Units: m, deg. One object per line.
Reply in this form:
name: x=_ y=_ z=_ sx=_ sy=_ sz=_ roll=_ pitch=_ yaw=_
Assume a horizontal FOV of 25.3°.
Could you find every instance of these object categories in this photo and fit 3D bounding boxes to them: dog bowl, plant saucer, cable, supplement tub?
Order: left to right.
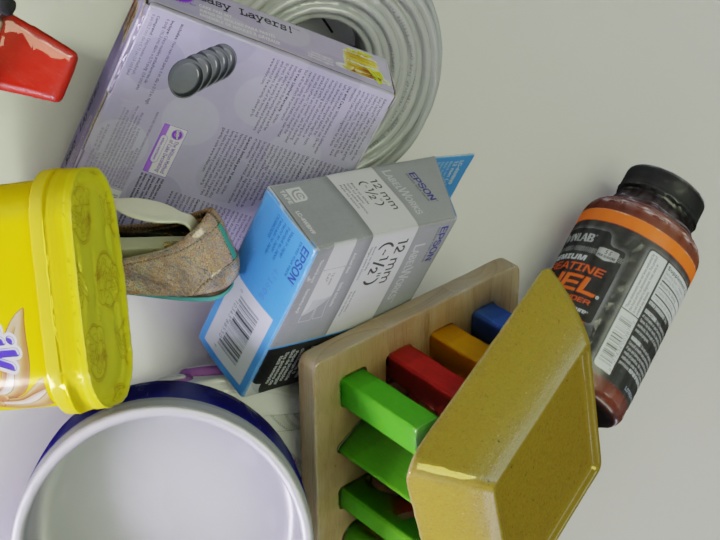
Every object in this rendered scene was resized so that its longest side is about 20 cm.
dog bowl: x=-0.131 y=0.179 z=1.078 sx=0.197 sy=0.079 sz=0.203 roll=-1 pitch=100 yaw=-4
cable: x=-0.040 y=-0.149 z=1.142 sx=0.198 sy=0.069 sz=0.202 roll=1 pitch=119 yaw=-18
plant saucer: x=0.114 y=0.137 z=1.126 sx=0.200 sy=0.048 sz=0.201 roll=-51 pitch=145 yaw=-32
supplement tub: x=0.202 y=0.016 z=1.281 sx=0.107 sy=0.107 sz=0.201 roll=36 pitch=72 yaw=-21

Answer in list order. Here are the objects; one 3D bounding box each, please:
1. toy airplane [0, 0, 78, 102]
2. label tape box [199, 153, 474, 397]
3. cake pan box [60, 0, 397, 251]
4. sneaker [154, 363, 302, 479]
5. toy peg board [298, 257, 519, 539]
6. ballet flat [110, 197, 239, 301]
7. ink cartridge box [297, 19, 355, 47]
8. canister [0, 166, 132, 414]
toy airplane: x=-0.294 y=-0.167 z=1.033 sx=0.198 sy=0.141 sz=0.201 roll=-24 pitch=88 yaw=11
label tape box: x=0.000 y=0.000 z=1.125 sx=0.199 sy=0.144 sz=0.066 roll=-11 pitch=51 yaw=-41
cake pan box: x=-0.098 y=-0.083 z=1.096 sx=0.182 sy=0.053 sz=0.201 roll=17 pitch=123 yaw=-19
sneaker: x=-0.064 y=0.118 z=1.157 sx=0.198 sy=0.075 sz=0.101 roll=8 pitch=84 yaw=-27
toy peg board: x=0.063 y=0.128 z=1.151 sx=0.198 sy=0.097 sz=0.202 roll=-24 pitch=128 yaw=-34
ballet flat: x=-0.177 y=-0.017 z=1.062 sx=0.197 sy=0.068 sz=0.068 roll=-4 pitch=123 yaw=9
ink cartridge box: x=-0.032 y=-0.270 z=1.206 sx=0.093 sy=0.044 sz=0.203 roll=7 pitch=85 yaw=-28
canister: x=-0.254 y=0.020 z=1.005 sx=0.197 sy=0.087 sz=0.151 roll=-6 pitch=93 yaw=11
